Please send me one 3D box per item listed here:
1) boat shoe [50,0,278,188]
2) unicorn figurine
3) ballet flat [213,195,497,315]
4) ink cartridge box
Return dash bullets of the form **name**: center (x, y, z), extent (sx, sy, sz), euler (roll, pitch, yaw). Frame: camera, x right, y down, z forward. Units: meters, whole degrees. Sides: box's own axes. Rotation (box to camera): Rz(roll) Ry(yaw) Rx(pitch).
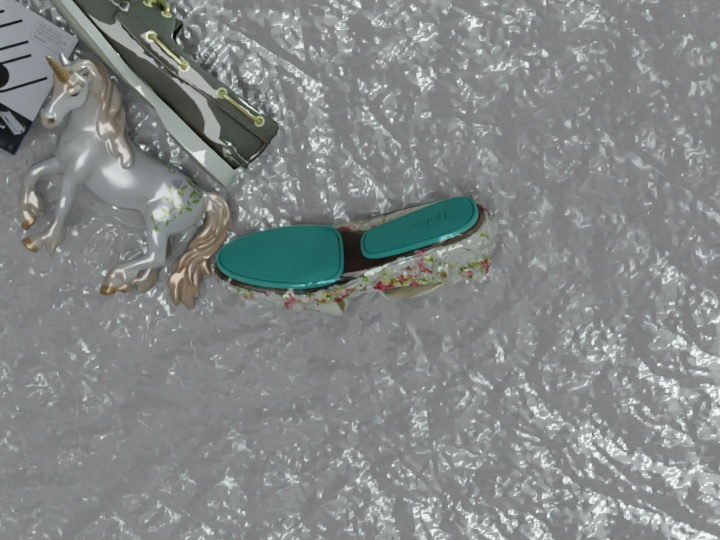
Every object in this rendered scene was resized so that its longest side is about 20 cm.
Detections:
- **boat shoe**: center (-0.141, -0.148, 1.492), extent (0.060, 0.072, 0.202), euler (-43, 93, -3)
- **unicorn figurine**: center (-0.175, -0.063, 1.505), extent (0.200, 0.074, 0.137), euler (27, 106, -31)
- **ballet flat**: center (0.000, 0.000, 1.513), extent (0.200, 0.076, 0.064), euler (-9, 134, 11)
- **ink cartridge box**: center (-0.299, -0.166, 1.470), extent (0.200, 0.044, 0.094), euler (31, 83, -20)
